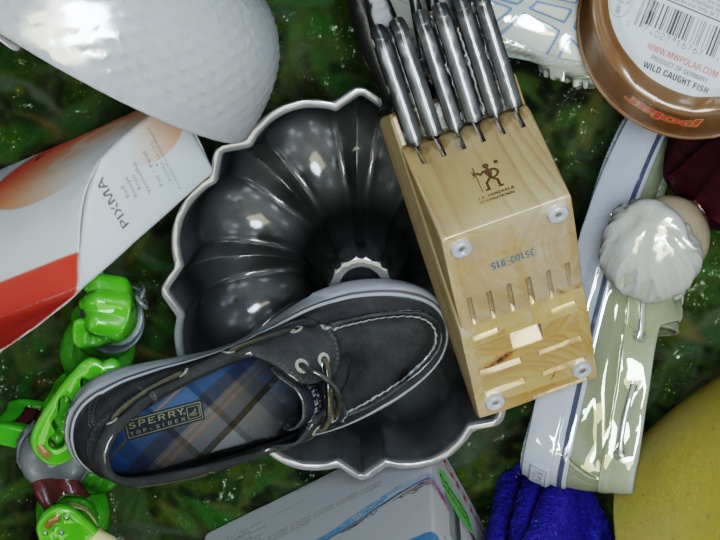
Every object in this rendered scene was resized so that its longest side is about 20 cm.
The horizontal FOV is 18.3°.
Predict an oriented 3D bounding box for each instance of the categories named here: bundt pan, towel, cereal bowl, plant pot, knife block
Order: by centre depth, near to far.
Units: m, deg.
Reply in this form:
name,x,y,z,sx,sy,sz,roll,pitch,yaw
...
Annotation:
name,x,y,z,sx,sy,sz,roll,pitch,yaw
cereal bowl,-0.120,-0.144,1.055,0.199,0.200,0.084,29,98,-9
knife block,0.049,-0.054,1.078,0.064,0.176,0.201,-18,139,-2
plant pot,0.213,0.130,1.153,0.141,0.200,0.202,-10,106,25
bundt pan,0.000,0.000,1.155,0.200,0.076,0.204,0,104,-1
towel,0.130,0.203,1.174,0.049,0.148,0.201,-25,103,14

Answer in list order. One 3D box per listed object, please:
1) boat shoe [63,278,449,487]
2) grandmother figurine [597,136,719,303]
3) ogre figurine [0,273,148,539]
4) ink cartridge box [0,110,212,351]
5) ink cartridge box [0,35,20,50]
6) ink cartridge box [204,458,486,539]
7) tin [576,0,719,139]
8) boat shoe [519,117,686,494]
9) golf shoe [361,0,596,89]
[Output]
name,x,y,z,sx,sy,sz,roll,pitch,yaw
boat shoe,-0.042,0.058,1.074,0.198,0.066,0.071,-13,108,-17
grandmother figurine,0.200,-0.052,1.107,0.199,0.121,0.061,-36,128,-16
ogre figurine,-0.143,0.091,1.152,0.097,0.120,0.202,-10,106,-4
ink cartridge box,-0.183,-0.003,1.060,0.161,0.200,0.050,-19,104,34
ink cartridge box,-0.259,-0.149,1.090,0.199,0.115,0.068,35,102,-9
ink cartridge box,0.006,0.201,1.140,0.145,0.200,0.147,-27,103,8
tin,0.180,-0.161,1.096,0.111,0.042,0.201,23,74,-2
boat shoe,0.134,0.018,1.146,0.062,0.072,0.202,15,82,6
golf shoe,0.100,-0.139,1.128,0.198,0.078,0.098,0,95,-5
